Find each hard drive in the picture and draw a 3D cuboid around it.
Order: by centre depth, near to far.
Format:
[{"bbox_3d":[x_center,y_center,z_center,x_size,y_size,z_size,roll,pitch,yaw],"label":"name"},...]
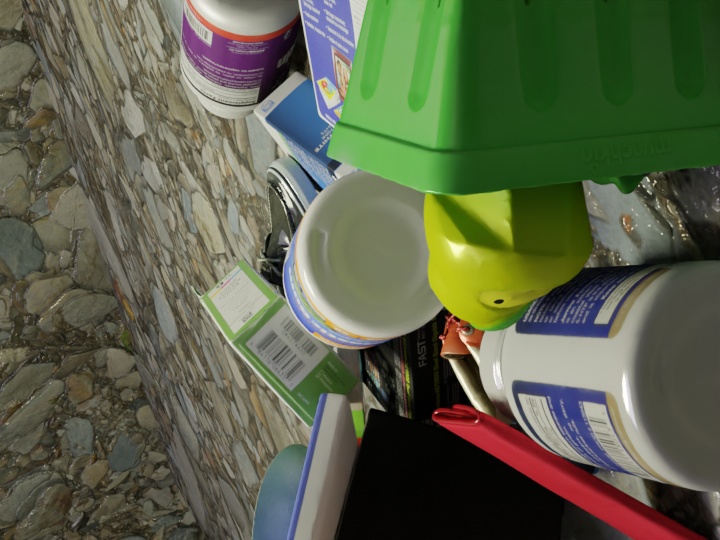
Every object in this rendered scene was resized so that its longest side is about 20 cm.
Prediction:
[{"bbox_3d":[-0.033,0.217,0.865,0.133,0.025,0.201,81,-162,-51],"label":"hard drive"}]

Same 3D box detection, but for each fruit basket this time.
[{"bbox_3d":[0.090,-0.051,0.576,0.155,0.214,0.218,28,138,60],"label":"fruit basket"}]

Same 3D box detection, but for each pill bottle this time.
[{"bbox_3d":[0.153,0.057,0.658,0.121,0.119,0.200,69,161,-6],"label":"pill bottle"},{"bbox_3d":[0.000,0.000,0.811,0.113,0.111,0.200,65,170,4],"label":"pill bottle"},{"bbox_3d":[-0.117,-0.229,1.065,0.113,0.112,0.200,61,161,14],"label":"pill bottle"}]

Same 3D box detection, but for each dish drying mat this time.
[{"bbox_3d":[0.145,0.143,0.754,0.199,0.018,0.077,32,166,-15],"label":"dish drying mat"}]

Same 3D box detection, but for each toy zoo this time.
[{"bbox_3d":[-0.005,0.141,1.049,0.132,0.020,0.201,-95,0,-47],"label":"toy zoo"}]

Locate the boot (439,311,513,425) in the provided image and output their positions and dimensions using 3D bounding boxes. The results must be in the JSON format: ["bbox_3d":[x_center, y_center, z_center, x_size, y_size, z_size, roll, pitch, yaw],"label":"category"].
[{"bbox_3d":[0.093,0.012,0.792,0.202,0.106,0.075,65,162,11],"label":"boot"}]

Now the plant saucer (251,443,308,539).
[{"bbox_3d":[-0.035,0.254,0.975,0.201,0.038,0.203,-9,-90,-69],"label":"plant saucer"}]

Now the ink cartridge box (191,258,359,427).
[{"bbox_3d":[-0.082,0.053,0.979,0.104,0.059,0.200,49,174,-21],"label":"ink cartridge box"}]

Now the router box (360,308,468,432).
[{"bbox_3d":[0.038,0.050,1.041,0.150,0.062,0.201,50,155,45],"label":"router box"}]

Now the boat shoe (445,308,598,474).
[{"bbox_3d":[0.113,0.080,0.865,0.201,0.068,0.084,61,160,16],"label":"boat shoe"}]

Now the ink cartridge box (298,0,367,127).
[{"bbox_3d":[0.011,-0.169,0.782,0.198,0.047,0.202,46,151,50],"label":"ink cartridge box"}]

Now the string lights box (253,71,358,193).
[{"bbox_3d":[-0.008,-0.092,0.963,0.103,0.059,0.200,52,173,-38],"label":"string lights box"}]

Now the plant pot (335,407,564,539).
[{"bbox_3d":[0.079,0.265,0.940,0.201,0.175,0.201,-73,-16,-46],"label":"plant pot"}]

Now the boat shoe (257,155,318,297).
[{"bbox_3d":[-0.060,-0.006,1.033,0.072,0.070,0.202,33,144,55],"label":"boat shoe"}]
